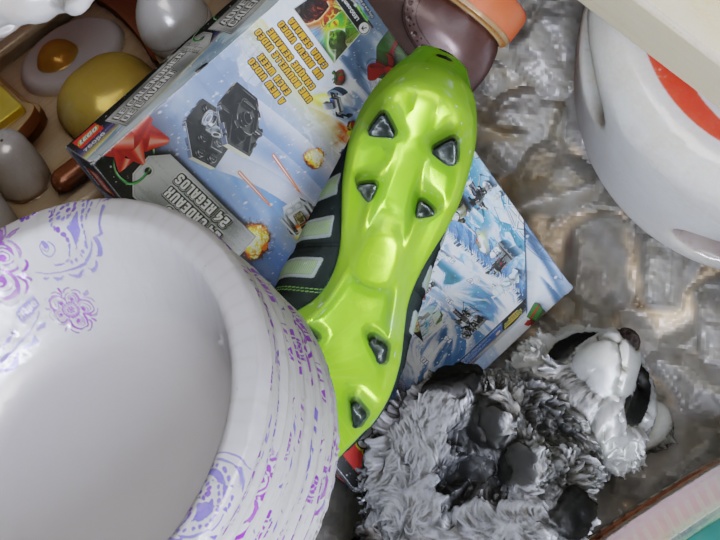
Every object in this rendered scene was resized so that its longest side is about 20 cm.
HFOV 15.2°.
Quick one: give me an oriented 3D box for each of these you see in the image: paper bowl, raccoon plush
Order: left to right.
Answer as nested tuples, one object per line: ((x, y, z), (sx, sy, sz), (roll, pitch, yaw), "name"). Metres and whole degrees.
((-0.100, 0.081, 1.056), (0.200, 0.104, 0.201), (-16, 54, 23), "paper bowl")
((0.046, 0.092, 1.192), (0.200, 0.134, 0.097), (-31, 85, 28), "raccoon plush")

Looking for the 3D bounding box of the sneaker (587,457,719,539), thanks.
((0.107, 0.156, 1.143), (0.200, 0.071, 0.080), (-30, 87, -27), "sneaker")

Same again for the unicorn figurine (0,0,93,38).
((-0.132, -0.147, 1.167), (0.200, 0.137, 0.074), (-37, 99, -40), "unicorn figurine")

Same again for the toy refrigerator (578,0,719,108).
((0.138, -0.122, 1.093), (0.200, 0.076, 0.070), (40, 87, 19), "toy refrigerator")

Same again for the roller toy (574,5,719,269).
((0.189, -0.095, 1.189), (0.182, 0.140, 0.200), (-40, 79, -8), "roller toy")

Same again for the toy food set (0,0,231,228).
((-0.140, -0.086, 1.193), (0.200, 0.061, 0.143), (-37, 43, -12), "toy food set")

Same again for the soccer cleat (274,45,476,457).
((0.000, 0.000, 1.122), (0.067, 0.081, 0.200), (25, 114, -1), "soccer cleat")

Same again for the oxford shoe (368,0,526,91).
((-0.024, -0.145, 1.243), (0.200, 0.071, 0.073), (34, 86, 10), "oxford shoe")

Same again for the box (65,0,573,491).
((-0.014, -0.022, 1.169), (0.137, 0.040, 0.200), (-42, 117, -10), "box")
